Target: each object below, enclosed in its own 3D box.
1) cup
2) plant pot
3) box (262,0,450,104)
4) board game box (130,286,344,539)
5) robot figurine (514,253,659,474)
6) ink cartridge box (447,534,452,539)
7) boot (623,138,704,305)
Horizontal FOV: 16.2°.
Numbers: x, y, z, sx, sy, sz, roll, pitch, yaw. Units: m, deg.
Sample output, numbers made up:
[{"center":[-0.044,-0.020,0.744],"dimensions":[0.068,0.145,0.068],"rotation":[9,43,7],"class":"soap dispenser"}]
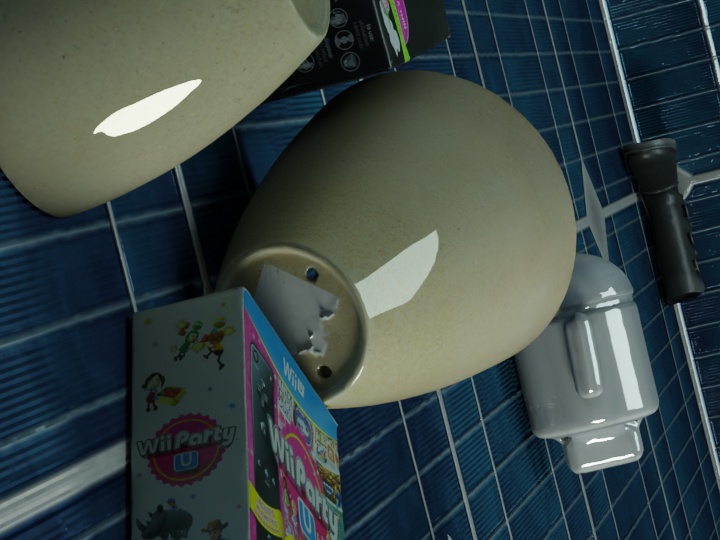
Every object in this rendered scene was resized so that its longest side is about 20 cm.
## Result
[{"center":[-0.097,-0.137,1.179],"dimensions":[0.200,0.143,0.200],"rotation":[-13,90,-76],"class":"cup"},{"center":[0.000,0.000,1.420],"dimensions":[0.200,0.187,0.187],"rotation":[-35,111,-61],"class":"plant pot"},{"center":[-0.037,-0.183,1.499],"dimensions":[0.200,0.124,0.149],"rotation":[-41,117,-75],"class":"box"},{"center":[-0.057,0.132,1.248],"dimensions":[0.148,0.064,0.200],"rotation":[58,22,-52],"class":"board game box"},{"center":[0.189,0.072,2.179],"dimensions":[0.170,0.113,0.200],"rotation":[107,-30,-87],"class":"robot figurine"},{"center":[0.077,0.300,1.676],"dimensions":[0.160,0.047,0.200],"rotation":[60,16,-48],"class":"ink cartridge box"},{"center":[0.387,-0.061,3.219],"dimensions":[0.165,0.066,0.200],"rotation":[15,66,-72],"class":"boot"}]
